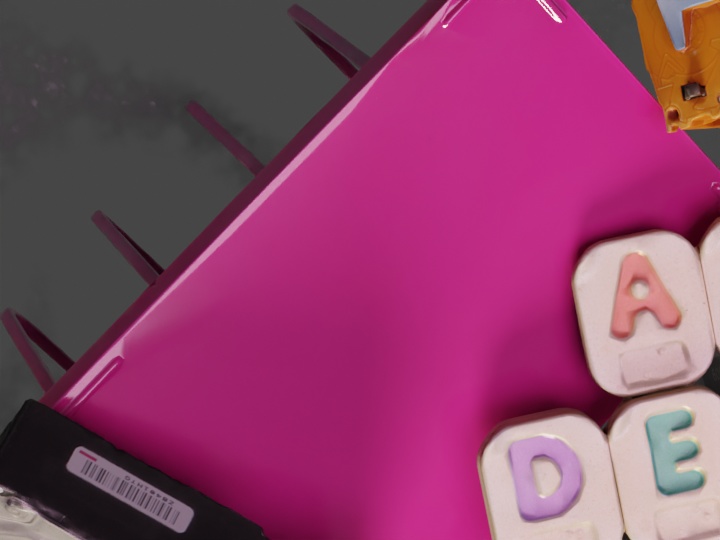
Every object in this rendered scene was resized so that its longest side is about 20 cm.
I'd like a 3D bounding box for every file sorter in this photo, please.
[{"bbox_3d":[0.000,0.000,0.866,0.200,0.125,0.139,-46,115,0],"label":"file sorter"}]

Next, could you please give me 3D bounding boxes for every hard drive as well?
[{"bbox_3d":[-0.078,0.127,0.844,0.140,0.200,0.038,31,55,-7],"label":"hard drive"}]

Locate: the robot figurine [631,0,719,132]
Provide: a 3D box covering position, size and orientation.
[{"bbox_3d":[0.116,-0.145,0.840,0.145,0.058,0.200,-6,85,-55],"label":"robot figurine"}]

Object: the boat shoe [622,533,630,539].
[{"bbox_3d":[0.036,0.141,0.945,0.068,0.074,0.199,44,100,-5],"label":"boat shoe"}]

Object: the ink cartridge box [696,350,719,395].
[{"bbox_3d":[0.233,0.010,0.931,0.200,0.160,0.047,-15,87,-13],"label":"ink cartridge box"}]

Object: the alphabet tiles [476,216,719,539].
[{"bbox_3d":[0.141,0.077,0.825,0.200,0.015,0.196,-11,95,-3],"label":"alphabet tiles"}]
